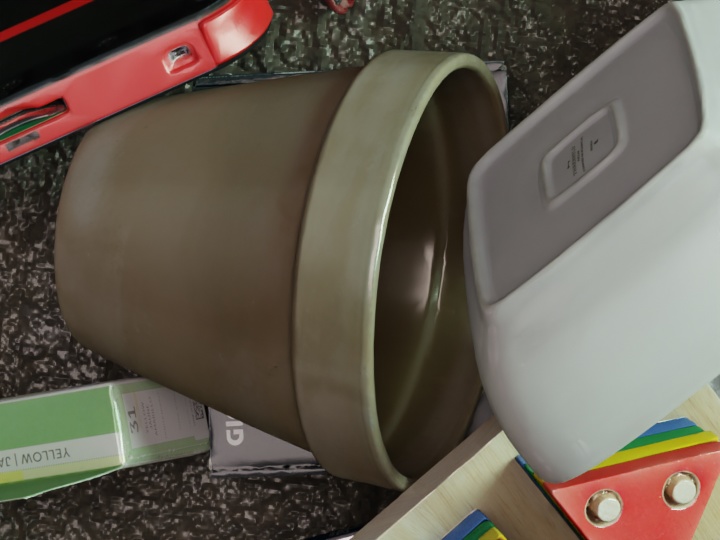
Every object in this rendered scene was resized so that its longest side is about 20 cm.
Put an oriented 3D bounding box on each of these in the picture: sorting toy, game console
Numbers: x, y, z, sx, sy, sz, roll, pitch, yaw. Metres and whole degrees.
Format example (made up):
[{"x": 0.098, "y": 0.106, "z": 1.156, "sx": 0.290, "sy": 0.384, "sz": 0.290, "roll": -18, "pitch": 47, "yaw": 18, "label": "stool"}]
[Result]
[{"x": 0.115, "y": 0.155, "z": 1.306, "sx": 0.199, "sy": 0.070, "sz": 0.200, "roll": -41, "pitch": 113, "yaw": -3, "label": "sorting toy"}, {"x": -0.145, "y": -0.109, "z": 1.400, "sx": 0.200, "sy": 0.177, "sz": 0.031, "roll": -24, "pitch": 114, "yaw": 0, "label": "game console"}]

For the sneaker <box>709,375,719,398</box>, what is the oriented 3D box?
[{"x": 0.129, "y": 0.030, "z": 1.400, "sx": 0.200, "sy": 0.078, "sz": 0.112, "roll": -27, "pitch": 44, "yaw": -20, "label": "sneaker"}]

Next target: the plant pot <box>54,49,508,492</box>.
[{"x": -0.040, "y": -0.008, "z": 1.341, "sx": 0.173, "sy": 0.200, "sz": 0.201, "roll": 7, "pitch": 87, "yaw": 20, "label": "plant pot"}]

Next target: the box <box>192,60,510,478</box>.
[{"x": 0.000, "y": 0.000, "z": 1.442, "sx": 0.158, "sy": 0.046, "sz": 0.201, "roll": -2, "pitch": 87, "yaw": 2, "label": "box"}]

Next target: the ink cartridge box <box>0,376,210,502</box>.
[{"x": -0.175, "y": 0.084, "z": 1.351, "sx": 0.145, "sy": 0.200, "sz": 0.048, "roll": -10, "pitch": 87, "yaw": 20, "label": "ink cartridge box"}]

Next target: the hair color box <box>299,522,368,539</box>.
[{"x": -0.016, "y": 0.181, "z": 1.425, "sx": 0.199, "sy": 0.061, "sz": 0.100, "roll": -15, "pitch": 87, "yaw": 1, "label": "hair color box"}]

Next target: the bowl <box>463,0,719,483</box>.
[{"x": 0.118, "y": -0.029, "z": 1.249, "sx": 0.200, "sy": 0.200, "sz": 0.075, "roll": -39, "pitch": 114, "yaw": 21, "label": "bowl"}]

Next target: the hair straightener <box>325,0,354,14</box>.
[{"x": -0.031, "y": -0.224, "z": 1.417, "sx": 0.077, "sy": 0.041, "sz": 0.200, "roll": -24, "pitch": 107, "yaw": 28, "label": "hair straightener"}]
